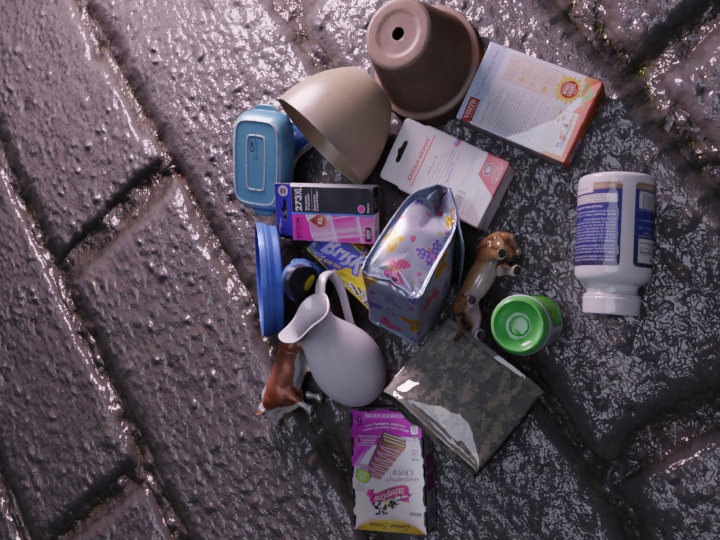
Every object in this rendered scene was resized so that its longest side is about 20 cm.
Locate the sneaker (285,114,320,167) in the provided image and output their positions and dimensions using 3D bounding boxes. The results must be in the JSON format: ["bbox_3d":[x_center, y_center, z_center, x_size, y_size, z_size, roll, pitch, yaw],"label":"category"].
[{"bbox_3d":[-0.138,-0.249,1.272,0.078,0.089,0.202,40,102,37],"label":"sneaker"}]

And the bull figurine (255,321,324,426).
[{"bbox_3d":[-0.122,0.199,1.256,0.120,0.065,0.204,14,95,21],"label":"bull figurine"}]

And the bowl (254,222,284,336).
[{"bbox_3d":[-0.163,0.015,1.228,0.039,0.201,0.205,-4,84,-11],"label":"bowl"}]

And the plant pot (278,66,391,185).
[{"bbox_3d":[-0.024,-0.265,1.169,0.135,0.200,0.200,-46,69,-3],"label":"plant pot"}]

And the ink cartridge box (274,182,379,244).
[{"bbox_3d":[-0.064,-0.100,1.179,0.197,0.037,0.097,4,106,22],"label":"ink cartridge box"}]

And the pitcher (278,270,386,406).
[{"bbox_3d":[-0.032,0.117,1.162,0.120,0.201,0.173,-11,40,38],"label":"pitcher"}]

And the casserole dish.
[{"bbox_3d":[-0.180,-0.195,1.235,0.119,0.039,0.204,10,107,20],"label":"casserole dish"}]

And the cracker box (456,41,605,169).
[{"bbox_3d":[0.272,-0.267,1.106,0.198,0.058,0.136,29,98,23],"label":"cracker box"}]

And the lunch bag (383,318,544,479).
[{"bbox_3d":[0.155,0.195,1.076,0.199,0.118,0.164,40,78,19],"label":"lunch bag"}]

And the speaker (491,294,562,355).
[{"bbox_3d":[0.249,0.078,1.014,0.087,0.199,0.090,-1,87,23],"label":"speaker"}]

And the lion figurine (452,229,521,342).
[{"bbox_3d":[0.187,0.021,1.075,0.072,0.122,0.201,39,86,-12],"label":"lion figurine"}]

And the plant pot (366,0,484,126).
[{"bbox_3d":[0.090,-0.358,1.134,0.197,0.174,0.204,-1,87,25],"label":"plant pot"}]

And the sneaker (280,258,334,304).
[{"bbox_3d":[-0.106,0.012,1.185,0.078,0.200,0.067,30,95,16],"label":"sneaker"}]

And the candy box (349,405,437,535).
[{"bbox_3d":[0.055,0.334,1.165,0.134,0.061,0.204,-5,85,24],"label":"candy box"}]

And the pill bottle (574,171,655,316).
[{"bbox_3d":[0.375,-0.037,1.014,0.109,0.111,0.204,2,87,25],"label":"pill bottle"}]

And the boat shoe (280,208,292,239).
[{"bbox_3d":[-0.071,-0.125,1.249,0.200,0.074,0.076,-18,73,23],"label":"boat shoe"}]

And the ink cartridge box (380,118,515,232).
[{"bbox_3d":[0.144,-0.163,1.154,0.198,0.067,0.118,30,99,22],"label":"ink cartridge box"}]

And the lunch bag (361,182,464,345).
[{"bbox_3d":[0.098,-0.014,1.070,0.126,0.171,0.201,23,64,17],"label":"lunch bag"}]

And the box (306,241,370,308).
[{"bbox_3d":[0.000,0.000,1.212,0.200,0.064,0.070,43,104,22],"label":"box"}]
